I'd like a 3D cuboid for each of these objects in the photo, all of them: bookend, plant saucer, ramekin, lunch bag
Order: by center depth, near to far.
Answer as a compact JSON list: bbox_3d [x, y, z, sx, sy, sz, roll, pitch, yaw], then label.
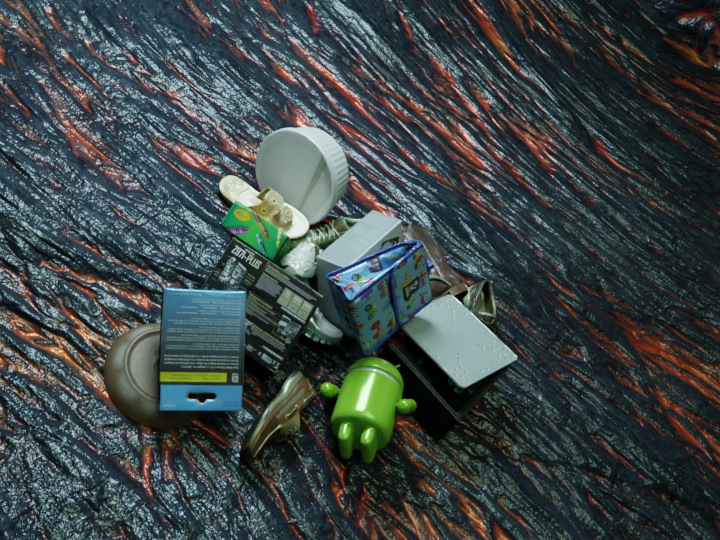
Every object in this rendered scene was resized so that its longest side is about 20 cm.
[{"bbox_3d":[-0.342,0.173,1.501,0.197,0.037,0.203,15,52,-20],"label":"plant saucer"},{"bbox_3d":[0.053,0.037,1.617,0.198,0.152,0.094,-31,43,-16],"label":"lunch bag"},{"bbox_3d":[0.159,0.194,1.723,0.199,0.092,0.199,47,47,10],"label":"bookend"},{"bbox_3d":[-0.114,-0.203,1.799,0.202,0.203,0.094,46,37,9],"label":"ramekin"}]

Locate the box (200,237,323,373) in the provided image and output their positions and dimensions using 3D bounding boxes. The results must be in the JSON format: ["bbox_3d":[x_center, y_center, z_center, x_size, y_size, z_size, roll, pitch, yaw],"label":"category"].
[{"bbox_3d":[-0.193,0.065,1.577,0.198,0.086,0.165,32,82,-4],"label":"box"}]

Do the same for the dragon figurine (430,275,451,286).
[{"bbox_3d":[0.097,0.034,1.746,0.198,0.058,0.101,22,85,-46],"label":"dragon figurine"}]

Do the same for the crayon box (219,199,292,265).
[{"bbox_3d":[-0.195,-0.065,1.647,0.118,0.200,0.059,34,85,0],"label":"crayon box"}]

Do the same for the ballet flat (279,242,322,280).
[{"bbox_3d":[-0.110,-0.024,1.682,0.071,0.072,0.200,40,5,3],"label":"ballet flat"}]

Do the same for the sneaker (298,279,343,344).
[{"bbox_3d":[-0.109,0.066,1.659,0.198,0.087,0.075,33,9,-6],"label":"sneaker"}]

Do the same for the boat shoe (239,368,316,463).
[{"bbox_3d":[-0.138,0.261,1.525,0.073,0.076,0.201,38,48,-2],"label":"boat shoe"}]

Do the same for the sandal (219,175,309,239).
[{"bbox_3d":[-0.200,-0.137,1.750,0.209,0.070,0.078,30,68,10],"label":"sandal"}]

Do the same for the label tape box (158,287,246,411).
[{"bbox_3d":[-0.271,0.135,1.474,0.141,0.063,0.204,4,84,-18],"label":"label tape box"}]

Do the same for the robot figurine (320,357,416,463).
[{"bbox_3d":[0.014,0.247,1.588,0.172,0.117,0.202,8,48,15],"label":"robot figurine"}]

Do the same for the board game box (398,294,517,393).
[{"bbox_3d":[0.185,0.141,1.707,0.198,0.026,0.200,-17,53,-46],"label":"board game box"}]

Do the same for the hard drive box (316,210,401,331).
[{"bbox_3d":[0.000,0.000,1.725,0.076,0.158,0.200,21,42,28],"label":"hard drive box"}]

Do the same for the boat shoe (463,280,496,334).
[{"bbox_3d":[0.259,0.110,1.858,0.072,0.065,0.203,13,53,-22],"label":"boat shoe"}]

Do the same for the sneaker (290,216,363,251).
[{"bbox_3d":[-0.059,-0.080,1.802,0.197,0.090,0.068,-3,59,-30],"label":"sneaker"}]

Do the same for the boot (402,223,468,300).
[{"bbox_3d":[0.115,-0.005,1.869,0.184,0.065,0.202,-14,61,-32],"label":"boot"}]
